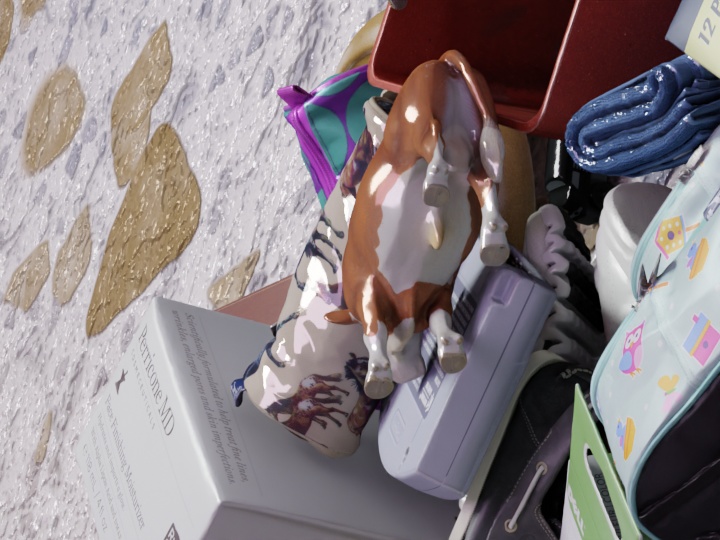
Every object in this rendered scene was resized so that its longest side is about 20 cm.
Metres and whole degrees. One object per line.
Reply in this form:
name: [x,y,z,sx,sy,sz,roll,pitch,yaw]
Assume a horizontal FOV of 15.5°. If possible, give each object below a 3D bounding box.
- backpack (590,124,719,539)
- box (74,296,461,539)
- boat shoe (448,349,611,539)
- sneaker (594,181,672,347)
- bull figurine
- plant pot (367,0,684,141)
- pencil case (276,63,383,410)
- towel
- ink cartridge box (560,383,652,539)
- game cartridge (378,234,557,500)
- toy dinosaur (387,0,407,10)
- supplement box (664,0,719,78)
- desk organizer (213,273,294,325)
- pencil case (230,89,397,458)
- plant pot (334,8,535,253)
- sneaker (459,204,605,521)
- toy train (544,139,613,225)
backpack: [0.200,0.037,1.196,0.200,0.175,0.154,-59,34,24]
box: [-0.045,0.141,1.576,0.131,0.199,0.199,-60,30,26]
boat shoe: [0.087,0.146,1.379,0.067,0.072,0.201,23,98,32]
sneaker: [0.165,0.049,1.393,0.200,0.075,0.089,-101,22,-46]
bull figurine: [0.028,-0.010,1.329,0.122,0.065,0.201,-105,21,-53]
plant pot: [0.147,-0.157,1.403,0.200,0.176,0.201,25,97,63]
pencil case: [0.017,-0.020,1.565,0.085,0.092,0.201,-20,85,57]
towel: [0.201,-0.094,1.264,0.112,0.199,0.049,-24,89,63]
ink cartridge box: [0.138,0.156,1.289,0.104,0.059,0.201,-107,13,-46]
game cartridge: [0.052,0.051,1.418,0.133,0.041,0.200,-61,8,6]
toy dinosaur: [0.049,-0.208,1.358,0.200,0.060,0.106,-53,32,34]
supplement box: [0.274,-0.097,1.107,0.135,0.199,0.200,-65,27,14]
desk organizer: [-0.070,0.068,1.805,0.200,0.072,0.077,-23,53,56]
pencil case: [0.000,0.000,1.486,0.089,0.078,0.201,39,110,42]
plant pot: [0.035,-0.064,1.628,0.200,0.027,0.201,27,123,49]
sneaker: [0.093,0.056,1.475,0.081,0.075,0.201,-8,62,24]
toy train: [0.131,-0.124,1.556,0.034,0.046,0.201,-25,54,56]
